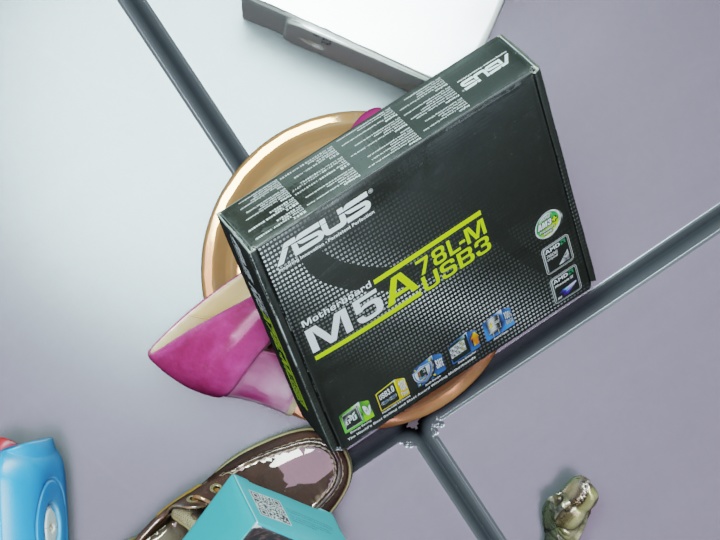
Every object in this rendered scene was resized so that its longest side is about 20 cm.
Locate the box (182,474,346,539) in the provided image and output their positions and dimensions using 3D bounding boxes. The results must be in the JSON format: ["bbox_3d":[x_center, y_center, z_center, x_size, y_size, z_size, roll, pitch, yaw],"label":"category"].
[{"bbox_3d":[-0.095,0.222,1.495,0.082,0.049,0.200,26,110,-35],"label":"box"}]

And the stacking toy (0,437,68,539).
[{"bbox_3d":[-0.282,0.160,1.518,0.199,0.116,0.110,-3,90,12],"label":"stacking toy"}]

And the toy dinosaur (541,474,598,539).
[{"bbox_3d":[0.126,0.231,1.550,0.088,0.047,0.200,22,90,12],"label":"toy dinosaur"}]

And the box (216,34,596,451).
[{"bbox_3d":[0.033,-0.012,1.451,0.200,0.193,0.048,-32,50,-12],"label":"box"}]

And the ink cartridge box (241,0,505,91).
[{"bbox_3d":[0.031,-0.219,1.496,0.146,0.147,0.200,24,90,-3],"label":"ink cartridge box"}]

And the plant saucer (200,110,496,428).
[{"bbox_3d":[0.000,0.000,1.552,0.200,0.032,0.201,0,91,-3],"label":"plant saucer"}]

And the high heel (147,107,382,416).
[{"bbox_3d":[-0.052,-0.015,1.502,0.096,0.067,0.200,20,102,-12],"label":"high heel"}]

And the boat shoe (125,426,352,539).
[{"bbox_3d":[-0.092,0.165,1.527,0.200,0.072,0.072,-29,91,-2],"label":"boat shoe"}]
